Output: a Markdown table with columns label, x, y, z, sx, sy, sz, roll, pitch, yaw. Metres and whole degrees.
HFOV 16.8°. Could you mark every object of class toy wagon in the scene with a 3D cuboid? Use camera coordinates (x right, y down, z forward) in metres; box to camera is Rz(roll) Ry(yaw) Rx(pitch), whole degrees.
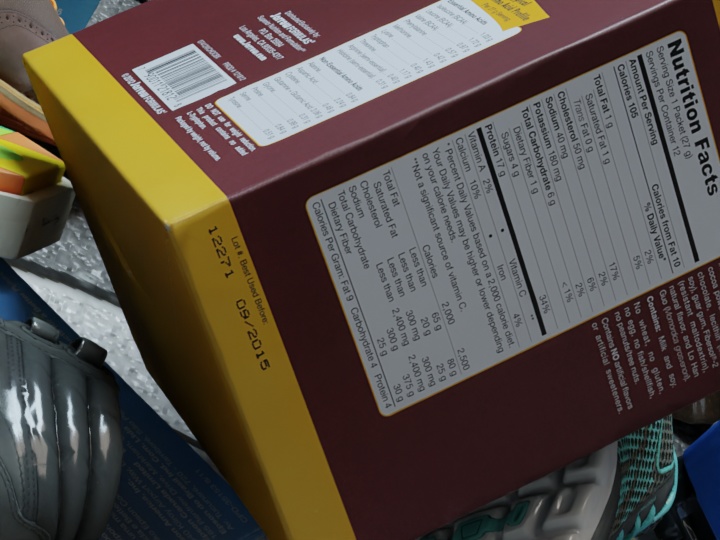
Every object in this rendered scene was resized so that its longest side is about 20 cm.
| label | x | y | z | sx | sy | sz | roll | pitch | yaw |
| --- | --- | --- | --- | --- | --- | --- | --- | --- | --- |
| toy wagon | -0.203 | -0.051 | 0.864 | 0.200 | 0.040 | 0.155 | 22 | 9 | 4 |

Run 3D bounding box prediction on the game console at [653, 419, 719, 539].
| label | x | y | z | sx | sy | sz | roll | pitch | yaw |
| --- | --- | --- | --- | --- | --- | --- | --- | --- | --- |
| game console | 0.202 | 0.141 | 0.910 | 0.171 | 0.118 | 0.200 | 12 | 50 | -59 |

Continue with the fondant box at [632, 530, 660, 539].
| label | x | y | z | sx | sy | sz | roll | pitch | yaw |
| --- | --- | --- | --- | --- | --- | --- | --- | --- | --- |
| fondant box | 0.055 | 0.133 | 0.902 | 0.144 | 0.058 | 0.200 | 22 | 34 | -23 |

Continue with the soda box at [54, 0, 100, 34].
| label | x | y | z | sx | sy | sz | roll | pitch | yaw |
| --- | --- | --- | --- | --- | --- | --- | --- | --- | --- |
| soda box | -0.210 | -0.137 | 1.004 | 0.200 | 0.068 | 0.064 | 15 | 35 | -31 |

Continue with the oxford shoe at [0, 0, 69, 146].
| label | x | y | z | sx | sy | sz | roll | pitch | yaw |
| --- | --- | --- | --- | --- | --- | --- | --- | --- | --- |
| oxford shoe | -0.137 | -0.095 | 0.973 | 0.071 | 0.073 | 0.200 | 21 | -1 | 34 |

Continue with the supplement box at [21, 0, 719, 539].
| label | x | y | z | sx | sy | sz | roll | pitch | yaw |
| --- | --- | --- | --- | --- | --- | --- | --- | --- | --- |
| supplement box | 0.020 | -0.029 | 0.817 | 0.200 | 0.133 | 0.197 | -24 | 26 | -11 |

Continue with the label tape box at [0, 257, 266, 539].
| label | x | y | z | sx | sy | sz | roll | pitch | yaw |
| --- | --- | --- | --- | --- | --- | --- | --- | --- | --- |
| label tape box | -0.143 | 0.082 | 0.768 | 0.143 | 0.066 | 0.200 | 44 | 33 | 15 |

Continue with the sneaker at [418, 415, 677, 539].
| label | x | y | z | sx | sy | sz | roll | pitch | yaw |
| --- | --- | --- | --- | --- | --- | --- | --- | --- | --- |
| sneaker | 0.080 | 0.074 | 0.873 | 0.091 | 0.078 | 0.200 | 51 | 41 | -30 |

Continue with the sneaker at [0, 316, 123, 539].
| label | x | y | z | sx | sy | sz | roll | pitch | yaw |
| --- | --- | --- | --- | --- | --- | --- | --- | --- | --- |
| sneaker | -0.134 | 0.017 | 0.744 | 0.099 | 0.071 | 0.200 | 10 | 44 | -38 |

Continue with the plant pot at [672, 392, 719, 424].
| label | x | y | z | sx | sy | sz | roll | pitch | yaw |
| --- | --- | --- | --- | --- | --- | --- | --- | --- | --- |
| plant pot | 0.199 | -0.034 | 1.165 | 0.200 | 0.200 | 0.198 | 40 | 38 | 8 |
